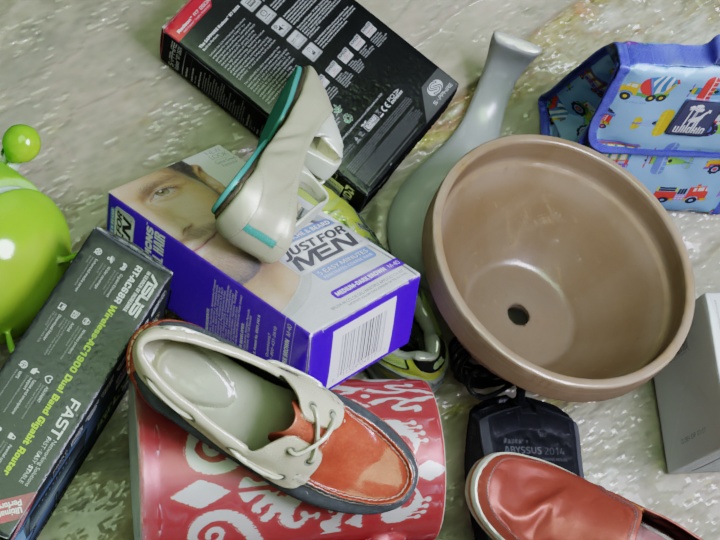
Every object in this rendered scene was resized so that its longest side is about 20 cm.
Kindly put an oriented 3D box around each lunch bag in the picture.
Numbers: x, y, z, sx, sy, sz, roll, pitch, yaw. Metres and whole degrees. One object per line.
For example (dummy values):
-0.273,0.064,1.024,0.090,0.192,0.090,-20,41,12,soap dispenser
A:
0.232,-0.123,1.133,0.149,0.200,0.095,3,70,-10,lunch bag

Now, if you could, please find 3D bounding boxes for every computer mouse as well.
0.122,0.149,1.099,0.137,0.053,0.202,10,62,-18,computer mouse

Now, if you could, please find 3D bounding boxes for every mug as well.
-0.050,0.153,1.018,0.198,0.133,0.180,-3,90,-12,mug

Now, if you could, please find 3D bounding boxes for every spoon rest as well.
0.086,-0.078,1.172,0.098,0.061,0.202,21,81,-3,spoon rest

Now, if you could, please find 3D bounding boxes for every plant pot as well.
0.128,0.012,1.087,0.199,0.093,0.203,9,57,-15,plant pot

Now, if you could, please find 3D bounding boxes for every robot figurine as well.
-0.276,-0.028,1.021,0.199,0.116,0.176,33,88,23,robot figurine

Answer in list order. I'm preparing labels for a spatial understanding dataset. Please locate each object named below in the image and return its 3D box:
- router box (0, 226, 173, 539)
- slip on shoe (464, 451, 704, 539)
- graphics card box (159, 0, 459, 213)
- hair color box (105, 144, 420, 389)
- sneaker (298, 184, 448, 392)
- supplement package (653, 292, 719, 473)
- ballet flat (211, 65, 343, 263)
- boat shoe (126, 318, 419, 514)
-0.199,0.089,0.995,0.062,0.150,0.201,30,69,-1,router box
0.163,0.176,1.035,0.199,0.061,0.075,28,60,-5,slip on shoe
-0.039,-0.152,1.167,0.199,0.051,0.126,38,68,4,graphics card box
-0.069,-0.003,1.042,0.199,0.065,0.109,31,40,31,hair color box
0.000,0.000,1.108,0.075,0.076,0.200,-39,83,-21,sneaker
0.330,0.081,1.130,0.198,0.114,0.111,-1,72,-14,supplement package
-0.047,-0.071,1.046,0.069,0.070,0.201,26,37,-2,ballet flat
-0.051,0.089,0.927,0.199,0.063,0.072,30,78,-6,boat shoe
